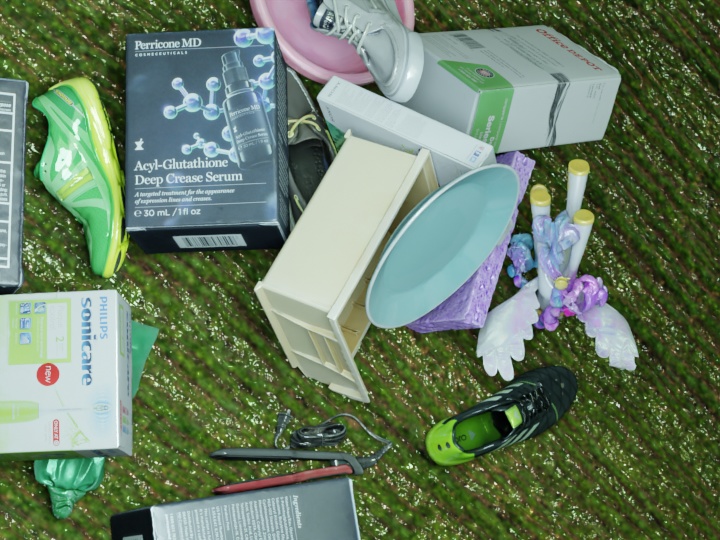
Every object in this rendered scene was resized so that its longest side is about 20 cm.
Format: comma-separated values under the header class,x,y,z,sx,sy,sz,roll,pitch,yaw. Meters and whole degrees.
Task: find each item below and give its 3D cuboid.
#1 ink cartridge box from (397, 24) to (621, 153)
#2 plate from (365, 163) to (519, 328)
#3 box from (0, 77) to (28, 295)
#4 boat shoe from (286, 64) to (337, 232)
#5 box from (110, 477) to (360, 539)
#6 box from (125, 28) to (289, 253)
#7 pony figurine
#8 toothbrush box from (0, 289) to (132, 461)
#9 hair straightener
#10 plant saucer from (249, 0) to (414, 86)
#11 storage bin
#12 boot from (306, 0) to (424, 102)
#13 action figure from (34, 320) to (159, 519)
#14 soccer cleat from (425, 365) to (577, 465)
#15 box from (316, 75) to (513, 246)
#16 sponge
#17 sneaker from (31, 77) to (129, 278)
class,x,y,z,sx,sy,sz,roll,pitch,yaw
ink cartridge box,0.157,-0.197,1.712,0.200,0.146,0.084,-9,125,-33
plate,0.074,-0.028,1.516,0.200,0.200,0.026,-34,63,-26
box,-0.417,-0.076,1.466,0.200,0.123,0.199,5,78,-21
boat shoe,-0.059,-0.129,1.668,0.072,0.061,0.202,-15,84,-25
box,-0.118,0.265,1.505,0.200,0.148,0.107,-6,81,-24
box,-0.150,-0.126,1.567,0.148,0.107,0.200,-3,77,3
pony figurine,0.207,0.012,1.659,0.166,0.200,0.193,2,34,3
toothbrush box,-0.314,0.099,1.454,0.199,0.086,0.146,-2,79,0
hair straightener,-0.060,0.177,1.609,0.200,0.041,0.077,-5,80,-24
plant saucer,-0.037,-0.289,1.710,0.200,0.051,0.201,10,71,-29
storage bin,0.000,0.000,1.586,0.094,0.199,0.200,19,66,22
boot,-0.003,-0.237,1.601,0.095,0.200,0.074,13,116,-22
action figure,-0.270,0.139,1.520,0.118,0.055,0.200,16,72,-21
soccer cleat,0.161,0.155,1.688,0.200,0.081,0.068,-24,88,-26
box,0.056,-0.111,1.617,0.200,0.144,0.036,28,69,28
sponge,0.116,-0.028,1.692,0.030,0.111,0.200,29,68,-27
sneaker,-0.277,-0.088,1.570,0.083,0.074,0.200,-13,86,0
